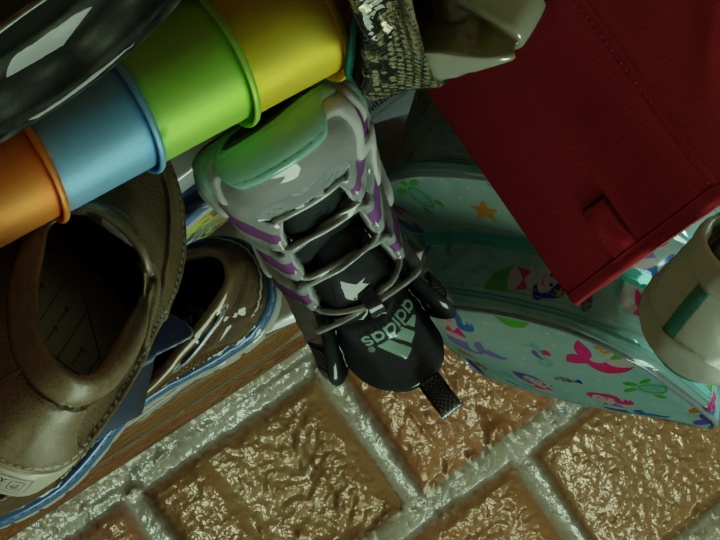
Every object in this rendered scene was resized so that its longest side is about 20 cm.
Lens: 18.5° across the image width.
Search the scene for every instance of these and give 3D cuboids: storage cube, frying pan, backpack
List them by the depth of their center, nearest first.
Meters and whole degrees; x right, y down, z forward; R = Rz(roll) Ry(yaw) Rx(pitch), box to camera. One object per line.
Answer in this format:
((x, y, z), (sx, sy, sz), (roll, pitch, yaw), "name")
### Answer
((-0.117, -0.053, 0.707), (0.115, 0.031, 0.190), (-32, 173, -42), "frying pan")
((0.116, -0.119, 0.831), (0.171, 0.180, 0.200), (-34, 177, -16), "storage cube")
((0.102, -0.022, 1.018), (0.200, 0.177, 0.151), (50, 58, -53), "backpack")

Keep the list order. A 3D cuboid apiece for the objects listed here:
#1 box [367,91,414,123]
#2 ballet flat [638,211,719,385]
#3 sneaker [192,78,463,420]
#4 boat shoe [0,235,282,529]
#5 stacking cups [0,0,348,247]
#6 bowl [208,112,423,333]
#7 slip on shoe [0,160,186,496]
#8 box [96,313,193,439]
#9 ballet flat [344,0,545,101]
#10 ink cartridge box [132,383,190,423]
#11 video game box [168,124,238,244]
((0.071, -0.130, 1.308), (0.200, 0.041, 0.156), (-37, 175, 23), "box")
((0.181, -0.027, 0.781), (0.200, 0.070, 0.069), (-32, 175, -27), "ballet flat")
((0.000, 0.000, 0.908), (0.078, 0.140, 0.200), (-30, 176, 4), "sneaker")
((-0.130, 0.045, 0.971), (0.200, 0.072, 0.072), (-37, 165, 2), "boat shoe")
((-0.101, -0.049, 0.792), (0.200, 0.061, 0.061), (-31, 175, -14), "stacking cups")
((-0.013, -0.023, 1.189), (0.200, 0.075, 0.200), (-28, 176, 38), "bowl")
((-0.102, -0.002, 0.826), (0.061, 0.076, 0.200), (-47, -167, 35), "slip on shoe")
((-0.166, 0.039, 0.839), (0.200, 0.121, 0.032), (-30, 142, -52), "box")
((0.023, -0.101, 0.711), (0.200, 0.075, 0.068), (70, 35, -70), "ballet flat")
((-0.181, 0.066, 1.243), (0.147, 0.083, 0.200), (-37, 175, 42), "ink cartridge box")
((-0.111, -0.026, 1.025), (0.182, 0.047, 0.200), (-34, 176, 14), "video game box")
